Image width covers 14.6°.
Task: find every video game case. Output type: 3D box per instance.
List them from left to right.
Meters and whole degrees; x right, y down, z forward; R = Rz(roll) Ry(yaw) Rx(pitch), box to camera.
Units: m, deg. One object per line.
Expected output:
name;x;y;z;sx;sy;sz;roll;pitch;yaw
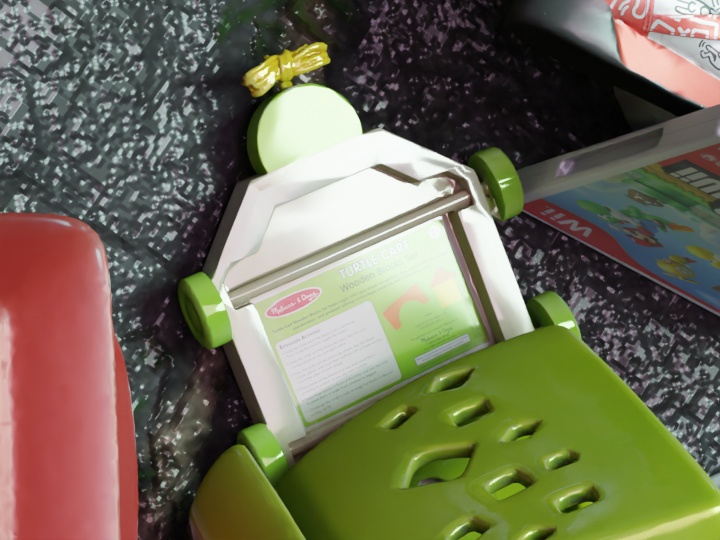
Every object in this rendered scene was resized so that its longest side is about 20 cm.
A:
video game case;0.161;-0.017;1.167;0.143;0.200;0.017;27;76;-16

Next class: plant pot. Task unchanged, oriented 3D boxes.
plant pot;0.041;0.160;1.117;0.181;0.200;0.199;-14;111;-11

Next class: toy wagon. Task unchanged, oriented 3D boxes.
toy wagon;0.000;0.000;1.199;0.155;0.040;0.200;-24;96;-17

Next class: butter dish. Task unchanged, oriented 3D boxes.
butter dish;-0.158;0.084;1.098;0.200;0.148;0.200;-3;85;23

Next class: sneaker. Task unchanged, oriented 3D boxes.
sneaker;0.167;-0.104;1.142;0.201;0.067;0.108;26;85;-13

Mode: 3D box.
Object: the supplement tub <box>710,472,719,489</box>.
supplement tub;0.215;0.182;1.226;0.122;0.123;0.200;-14;95;-18

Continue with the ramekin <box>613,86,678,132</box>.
ramekin;0.199;-0.108;1.237;0.202;0.094;0.203;0;90;-19
